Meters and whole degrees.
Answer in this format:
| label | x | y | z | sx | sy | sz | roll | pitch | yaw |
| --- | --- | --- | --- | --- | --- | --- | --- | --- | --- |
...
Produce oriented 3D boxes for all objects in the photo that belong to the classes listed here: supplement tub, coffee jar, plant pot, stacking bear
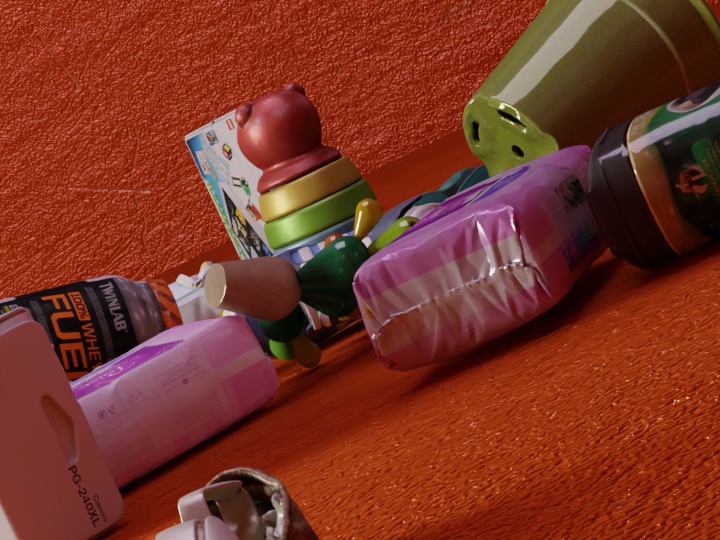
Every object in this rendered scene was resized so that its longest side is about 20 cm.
| label | x | y | z | sx | sy | sz | roll | pitch | yaw |
| --- | --- | --- | --- | --- | --- | --- | --- | --- | --- |
| supplement tub | -0.258 | 0.075 | 1.649 | 0.199 | 0.123 | 0.122 | -14 | 1 | -21 |
| coffee jar | 0.232 | -0.073 | 1.114 | 0.199 | 0.086 | 0.104 | -23 | 9 | 21 |
| plant pot | 0.195 | -0.154 | 1.667 | 0.190 | 0.200 | 0.200 | -42 | 12 | -23 |
| stacking bear | -0.045 | -0.066 | 1.692 | 0.121 | 0.201 | 0.114 | -27 | 6 | -21 |

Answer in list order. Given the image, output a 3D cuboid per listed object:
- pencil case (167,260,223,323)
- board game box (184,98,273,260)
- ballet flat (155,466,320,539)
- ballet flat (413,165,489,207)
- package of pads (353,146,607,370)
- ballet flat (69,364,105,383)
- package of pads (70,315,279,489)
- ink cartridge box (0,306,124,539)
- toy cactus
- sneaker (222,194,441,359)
| label | x | y | z | sx | sy | sz | roll | pitch | yaw |
| --- | --- | --- | --- | --- | --- | --- | --- | --- | --- |
| pencil case | -0.207 | 0.067 | 1.801 | 0.199 | 0.083 | 0.091 | -27 | -16 | -7 |
| board game box | -0.099 | -0.065 | 1.925 | 0.035 | 0.201 | 0.126 | -28 | 6 | -33 |
| ballet flat | -0.057 | 0.121 | 0.722 | 0.070 | 0.066 | 0.200 | -25 | 6 | 4 |
| ballet flat | 0.075 | -0.037 | 1.679 | 0.070 | 0.067 | 0.200 | -50 | -6 | 27 |
| package of pads | 0.082 | -0.011 | 1.183 | 0.120 | 0.076 | 0.200 | -22 | 7 | 23 |
| ballet flat | -0.209 | 0.117 | 1.503 | 0.070 | 0.071 | 0.200 | -29 | 7 | -32 |
| package of pads | -0.165 | 0.104 | 1.315 | 0.199 | 0.076 | 0.120 | -29 | 5 | -30 |
| ink cartridge box | -0.260 | 0.125 | 1.180 | 0.199 | 0.146 | 0.083 | -21 | 6 | 42 |
| toy cactus | -0.034 | 0.006 | 1.361 | 0.164 | 0.103 | 0.200 | 4 | -19 | -36 |
| sneaker | 0.000 | 0.000 | 1.494 | 0.199 | 0.081 | 0.146 | -23 | -1 | -37 |
